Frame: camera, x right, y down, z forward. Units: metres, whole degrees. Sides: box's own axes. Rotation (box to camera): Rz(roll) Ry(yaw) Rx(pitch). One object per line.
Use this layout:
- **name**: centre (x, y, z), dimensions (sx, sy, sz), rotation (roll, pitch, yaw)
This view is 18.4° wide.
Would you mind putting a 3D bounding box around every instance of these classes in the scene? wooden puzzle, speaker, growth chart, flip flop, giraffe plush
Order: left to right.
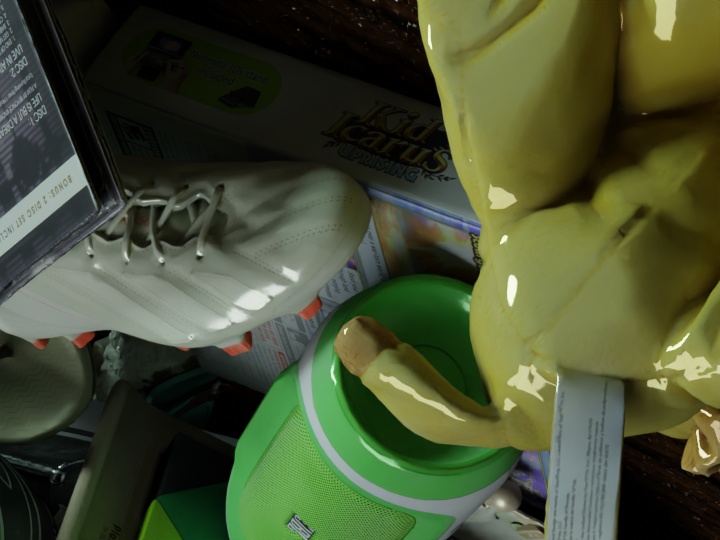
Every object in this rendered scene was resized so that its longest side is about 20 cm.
- **flip flop**: centre (-0.186, -0.001, 0.875), dimensions (0.200, 0.081, 0.058), rotation (51, -172, -21)
- **wooden puzzle**: centre (-0.035, 0.144, 0.928), dimensions (0.200, 0.185, 0.037), rotation (31, 123, -13)
- **speaker**: centre (0.003, 0.070, 0.838), dimensions (0.088, 0.089, 0.200), rotation (33, 155, 1)
- **growth chart**: centre (0.088, 0.134, 0.973), dimensions (0.200, 0.018, 0.145), rotation (35, 165, -29)
- **giraffe plush**: centre (0.100, -0.006, 0.639), dimensions (0.172, 0.200, 0.162), rotation (20, -179, 19)

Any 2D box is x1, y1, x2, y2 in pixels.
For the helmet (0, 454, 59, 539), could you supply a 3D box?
- **helmet**: centre (-0.209, 0.149, 0.921), dimensions (0.200, 0.191, 0.200), rotation (9, 163, 3)

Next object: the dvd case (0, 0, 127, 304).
- **dvd case**: centre (-0.153, -0.088, 0.779), dimensions (0.149, 0.016, 0.200), rotation (-32, 77, 52)

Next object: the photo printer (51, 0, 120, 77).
- **photo printer**: centre (-0.176, -0.072, 0.920), dimensions (0.200, 0.070, 0.167), rotation (20, 152, 28)

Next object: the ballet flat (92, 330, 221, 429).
- **ballet flat**: centre (-0.103, 0.049, 1.073), dimensions (0.072, 0.072, 0.200), rotation (34, 153, 0)

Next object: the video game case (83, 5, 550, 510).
- **video game case**: centre (0.000, 0.000, 0.866), dimensions (0.181, 0.045, 0.200), rotation (22, 152, 24)

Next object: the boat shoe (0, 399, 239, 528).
- **boat shoe**: centre (-0.115, 0.106, 1.018), dimensions (0.199, 0.068, 0.074), rotation (16, 153, -12)

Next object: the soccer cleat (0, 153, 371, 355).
- **soccer cleat**: centre (-0.083, -0.012, 0.790), dimensions (0.200, 0.069, 0.078), rotation (-7, 135, 43)
